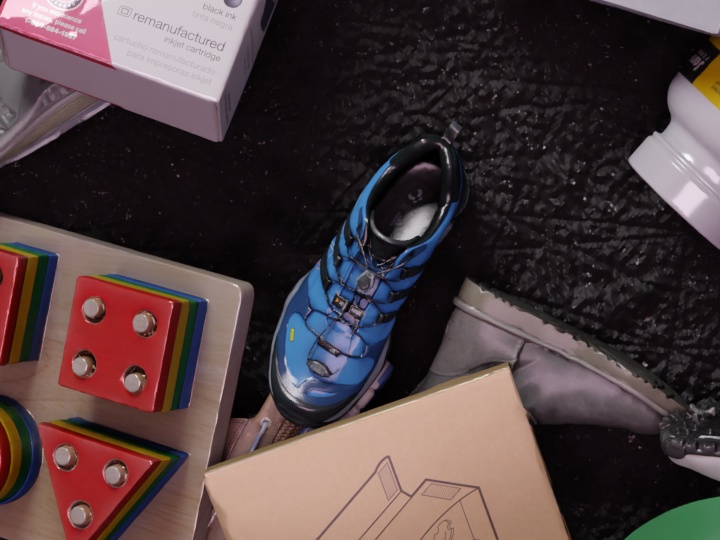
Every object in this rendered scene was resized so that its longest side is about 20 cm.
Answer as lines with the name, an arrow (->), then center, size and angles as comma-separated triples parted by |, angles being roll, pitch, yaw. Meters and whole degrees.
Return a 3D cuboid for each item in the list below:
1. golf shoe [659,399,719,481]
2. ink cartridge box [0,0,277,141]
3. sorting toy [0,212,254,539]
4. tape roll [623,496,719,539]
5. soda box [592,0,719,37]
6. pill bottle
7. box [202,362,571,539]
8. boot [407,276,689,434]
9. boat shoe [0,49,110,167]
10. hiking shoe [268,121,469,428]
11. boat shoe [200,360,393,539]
golf shoe -> 0.272, 0.137, 1.645 | 0.199, 0.078, 0.095 | 10, 112, -13
ink cartridge box -> -0.116, -0.201, 1.613 | 0.144, 0.084, 0.201 | 20, 75, 4
sorting toy -> -0.185, 0.083, 1.660 | 0.199, 0.070, 0.200 | 15, 98, 24
tape roll -> 0.239, 0.228, 1.644 | 0.199, 0.048, 0.201 | 2, 125, 4
soda box -> 0.153, -0.192, 1.592 | 0.199, 0.063, 0.069 | 21, 98, 34
pill bottle -> 0.259, -0.111, 1.613 | 0.112, 0.112, 0.200 | 43, 98, -1
box -> 0.024, 0.164, 1.628 | 0.199, 0.021, 0.164 | -20, 100, 5
boot -> 0.088, 0.126, 1.678 | 0.181, 0.073, 0.201 | 27, 95, 5
boat shoe -> -0.182, -0.128, 1.679 | 0.202, 0.065, 0.075 | -38, 78, 3
hiking shoe -> 0.000, 0.000, 1.634 | 0.074, 0.087, 0.201 | 26, 77, 7
boat shoe -> -0.066, 0.118, 1.694 | 0.072, 0.072, 0.200 | 39, 88, 4
